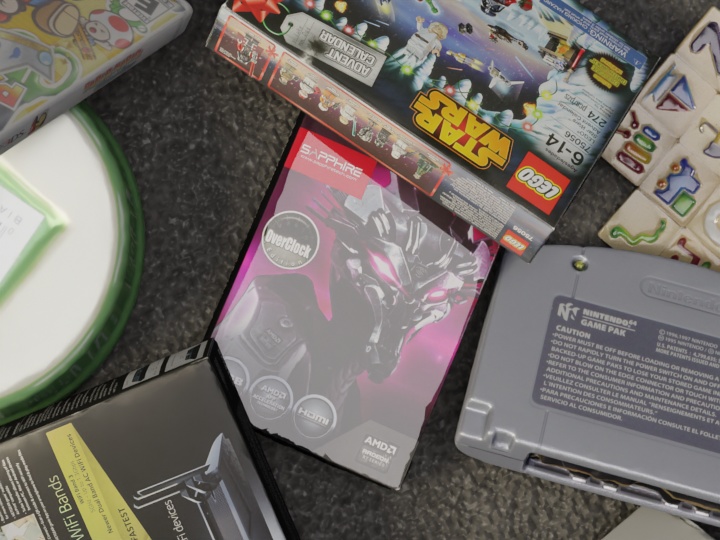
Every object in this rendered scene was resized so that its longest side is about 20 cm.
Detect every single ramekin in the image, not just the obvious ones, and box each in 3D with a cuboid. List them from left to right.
[{"bbox_3d":[-0.205,-0.017,1.138,0.198,0.098,0.202,0,88,-8],"label":"ramekin"}]

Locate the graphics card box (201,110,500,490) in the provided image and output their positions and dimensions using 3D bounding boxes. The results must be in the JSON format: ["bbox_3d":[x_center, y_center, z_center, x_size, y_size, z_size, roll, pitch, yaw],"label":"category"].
[{"bbox_3d":[0.000,0.000,1.191,0.125,0.051,0.201,24,85,-6],"label":"graphics card box"}]

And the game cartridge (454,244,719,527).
[{"bbox_3d":[0.158,0.058,1.185,0.199,0.041,0.134,16,63,2],"label":"game cartridge"}]

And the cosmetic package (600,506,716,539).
[{"bbox_3d":[0.112,0.216,1.166,0.200,0.102,0.074,-37,109,-7],"label":"cosmetic package"}]

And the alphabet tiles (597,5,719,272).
[{"bbox_3d":[0.231,-0.040,1.225,0.200,0.006,0.167,40,98,-4],"label":"alphabet tiles"}]

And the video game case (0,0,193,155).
[{"bbox_3d":[-0.208,-0.148,1.106,0.200,0.023,0.182,39,43,9],"label":"video game case"}]

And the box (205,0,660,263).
[{"bbox_3d":[0.039,-0.112,1.166,0.199,0.040,0.137,34,56,1],"label":"box"}]

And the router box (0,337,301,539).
[{"bbox_3d":[-0.107,0.157,1.141,0.156,0.052,0.201,-22,99,3],"label":"router box"}]
